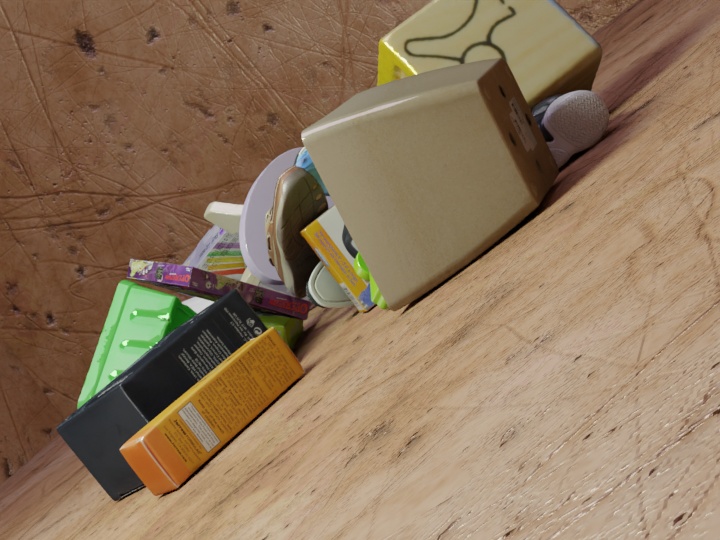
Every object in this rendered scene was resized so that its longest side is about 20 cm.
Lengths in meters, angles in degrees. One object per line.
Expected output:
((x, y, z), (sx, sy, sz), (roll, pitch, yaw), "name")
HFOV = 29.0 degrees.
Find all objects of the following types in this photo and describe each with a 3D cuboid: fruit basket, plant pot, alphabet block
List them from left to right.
((-0.314, 0.133, 1.882), (0.214, 0.156, 0.217), (-18, 52, 24), "fruit basket")
((0.087, -0.108, 1.412), (0.176, 0.201, 0.200), (-24, 10, 25), "plant pot")
((0.153, -0.231, 1.723), (0.200, 0.195, 0.197), (-37, -19, -15), "alphabet block")

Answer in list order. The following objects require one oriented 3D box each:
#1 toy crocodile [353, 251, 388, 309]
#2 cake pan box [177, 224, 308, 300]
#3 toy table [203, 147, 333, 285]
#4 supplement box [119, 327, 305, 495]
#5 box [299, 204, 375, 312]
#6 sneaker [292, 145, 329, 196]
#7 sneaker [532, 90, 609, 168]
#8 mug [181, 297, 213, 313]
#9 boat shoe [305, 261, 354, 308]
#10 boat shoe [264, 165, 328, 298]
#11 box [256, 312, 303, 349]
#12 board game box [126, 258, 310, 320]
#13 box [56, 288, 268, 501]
((0.027, -0.047, 1.526), (0.068, 0.061, 0.201), (114, 158, -47), "toy crocodile")
((-0.150, -0.004, 2.059), (0.200, 0.183, 0.053), (-44, 35, 46), "cake pan box")
((-0.106, -0.055, 1.843), (0.200, 0.184, 0.117), (-55, 9, -32), "toy table")
((-0.150, 0.144, 1.441), (0.200, 0.069, 0.066), (-43, 7, -33), "supplement box")
((0.043, -0.059, 1.612), (0.200, 0.119, 0.041), (-39, 5, -9), "box")
((0.015, -0.115, 1.664), (0.198, 0.079, 0.090), (-1, 24, -20), "sneaker")
((0.187, -0.134, 1.566), (0.199, 0.076, 0.114), (-31, 5, 10), "sneaker")
((-0.229, 0.098, 2.060), (0.152, 0.150, 0.187), (-30, 11, 0), "mug")
((0.000, 0.000, 1.699), (0.199, 0.076, 0.060), (-26, -3, -41), "boat shoe")
((-0.085, -0.050, 1.652), (0.075, 0.072, 0.201), (-31, -34, -26), "boat shoe")
((-0.142, 0.075, 1.826), (0.121, 0.048, 0.200), (0, 9, 4), "box")
((-0.170, 0.023, 1.691), (0.119, 0.033, 0.199), (1, -12, 43), "board game box")
((-0.215, 0.145, 1.611), (0.200, 0.118, 0.196), (-43, 7, -38), "box")
